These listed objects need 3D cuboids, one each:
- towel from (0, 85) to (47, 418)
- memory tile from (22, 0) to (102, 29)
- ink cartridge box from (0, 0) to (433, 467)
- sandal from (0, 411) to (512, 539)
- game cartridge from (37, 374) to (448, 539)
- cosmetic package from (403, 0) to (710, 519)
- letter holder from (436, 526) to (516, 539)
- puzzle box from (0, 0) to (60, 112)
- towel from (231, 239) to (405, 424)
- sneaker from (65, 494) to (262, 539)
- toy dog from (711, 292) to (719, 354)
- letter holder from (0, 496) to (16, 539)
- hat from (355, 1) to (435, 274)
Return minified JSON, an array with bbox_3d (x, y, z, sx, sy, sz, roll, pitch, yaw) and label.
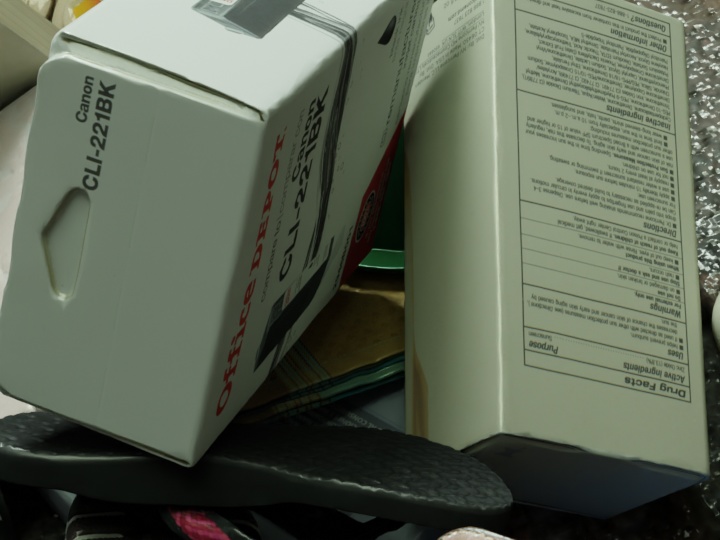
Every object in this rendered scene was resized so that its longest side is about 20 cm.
[{"bbox_3d":[-0.162,0.012,0.995,0.190,0.032,0.201,-33,42,18],"label":"towel"},{"bbox_3d":[-0.134,-0.096,1.074,0.152,0.017,0.201,13,82,31],"label":"memory tile"},{"bbox_3d":[-0.049,-0.042,0.850,0.083,0.145,0.200,20,29,12],"label":"ink cartridge box"},{"bbox_3d":[-0.042,0.084,0.832,0.198,0.045,0.075,4,10,12],"label":"sandal"},{"bbox_3d":[-0.050,0.080,0.951,0.199,0.042,0.133,27,62,33],"label":"game cartridge"},{"bbox_3d":[0.076,-0.011,0.909,0.105,0.071,0.201,15,64,-28],"label":"cosmetic package"},{"bbox_3d":[0.106,0.161,0.738,0.199,0.101,0.142,30,58,34],"label":"letter holder"},{"bbox_3d":[-0.245,-0.082,1.041,0.199,0.133,0.026,-23,62,19],"label":"puzzle box"},{"bbox_3d":[0.000,0.000,0.990,0.199,0.022,0.147,-19,39,-20],"label":"towel"},{"bbox_3d":[-0.071,0.163,0.835,0.075,0.116,0.200,2,27,-14],"label":"sneaker"},{"bbox_3d":[0.238,0.007,0.903,0.198,0.140,0.195,-11,82,1],"label":"toy dog"},{"bbox_3d":[-0.206,0.117,0.817,0.142,0.101,0.200,-39,37,4],"label":"letter holder"},{"bbox_3d":[0.013,-0.115,0.974,0.199,0.177,0.166,-11,38,-11],"label":"hat"}]
